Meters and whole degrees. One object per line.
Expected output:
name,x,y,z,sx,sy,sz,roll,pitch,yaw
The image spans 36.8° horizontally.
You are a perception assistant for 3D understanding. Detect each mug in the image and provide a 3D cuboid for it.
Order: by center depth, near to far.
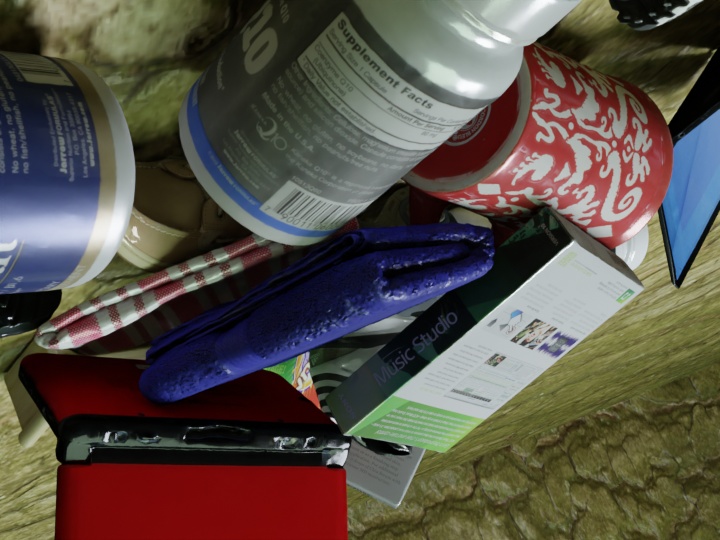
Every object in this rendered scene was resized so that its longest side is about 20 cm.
mug,0.105,-0.067,0.718,0.133,0.178,0.200,15,-177,35

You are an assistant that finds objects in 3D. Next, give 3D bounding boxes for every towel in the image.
towel,-0.029,0.020,0.670,0.200,0.050,0.148,-25,175,34
towel,-0.096,0.014,0.684,0.200,0.030,0.146,-22,175,-4

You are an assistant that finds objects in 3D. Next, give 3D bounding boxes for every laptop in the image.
laptop,0.298,-0.111,0.821,0.200,0.103,0.177,-43,-176,48

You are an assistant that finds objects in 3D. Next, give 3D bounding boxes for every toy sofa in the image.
toy sofa,-0.187,0.100,0.919,0.200,0.098,0.083,-8,156,-44

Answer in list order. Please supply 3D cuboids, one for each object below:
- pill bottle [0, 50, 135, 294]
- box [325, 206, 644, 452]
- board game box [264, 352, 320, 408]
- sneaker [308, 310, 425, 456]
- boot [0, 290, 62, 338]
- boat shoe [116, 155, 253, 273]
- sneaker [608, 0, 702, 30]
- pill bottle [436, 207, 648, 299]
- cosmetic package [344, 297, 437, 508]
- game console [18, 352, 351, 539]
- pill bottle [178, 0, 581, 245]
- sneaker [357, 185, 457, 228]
pill bottle,-0.206,-0.041,0.452,0.200,0.111,0.111,-4,154,-48
box,0.089,0.049,0.749,0.200,0.036,0.144,-43,149,15
board game box,-0.054,0.055,0.904,0.200,0.040,0.153,18,92,-66
sneaker,0.045,0.092,0.887,0.200,0.115,0.076,0,169,-32
boot,-0.296,0.043,0.631,0.200,0.076,0.168,-1,148,-38
boat shoe,-0.101,-0.044,0.667,0.065,0.071,0.200,-34,171,16
sneaker,0.220,-0.206,0.609,0.090,0.066,0.200,-12,157,-28
pill bottle,0.171,-0.019,1.017,0.200,0.112,0.112,-14,160,-32
cosmetic package,0.033,0.114,1.035,0.200,0.101,0.071,-63,174,-12
game console,-0.116,0.142,0.704,0.200,0.172,0.119,9,104,-35
pill bottle,0.007,-0.108,0.537,0.114,0.114,0.200,-5,154,-48
sneaker,0.000,0.000,0.841,0.200,0.075,0.087,-20,151,-48
